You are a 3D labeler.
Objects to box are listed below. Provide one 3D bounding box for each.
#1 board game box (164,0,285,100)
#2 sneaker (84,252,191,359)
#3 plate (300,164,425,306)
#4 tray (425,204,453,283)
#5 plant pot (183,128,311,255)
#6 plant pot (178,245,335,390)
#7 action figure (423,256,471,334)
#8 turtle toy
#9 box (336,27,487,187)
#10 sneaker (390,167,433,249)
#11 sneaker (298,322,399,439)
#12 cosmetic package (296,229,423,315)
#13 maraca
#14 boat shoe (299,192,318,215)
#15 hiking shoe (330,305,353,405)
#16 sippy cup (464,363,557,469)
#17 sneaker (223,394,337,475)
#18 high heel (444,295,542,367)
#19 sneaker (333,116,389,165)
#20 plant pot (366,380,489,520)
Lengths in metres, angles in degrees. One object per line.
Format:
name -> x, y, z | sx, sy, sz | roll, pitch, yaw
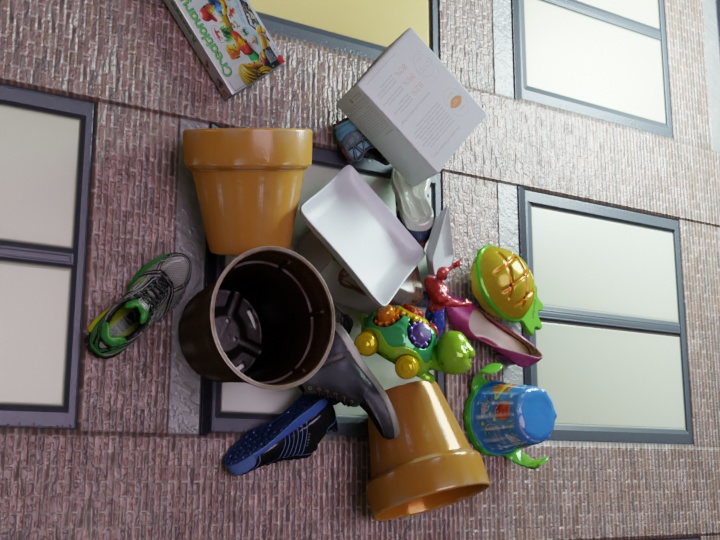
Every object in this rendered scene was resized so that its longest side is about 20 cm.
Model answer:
board game box -> -0.226, -0.400, 1.604 | 0.126, 0.034, 0.202 | -39, 101, -31
sneaker -> -0.313, 0.050, 1.428 | 0.078, 0.085, 0.201 | 46, 59, -15
plate -> 0.001, -0.054, 1.550 | 0.200, 0.032, 0.200 | 49, 35, -5
tray -> 0.137, -0.025, 1.694 | 0.022, 0.201, 0.109 | 11, 68, 13
plant pot -> -0.171, -0.122, 1.495 | 0.197, 0.199, 0.188 | -5, 98, -32
plant pot -> -0.170, 0.084, 1.445 | 0.197, 0.197, 0.205 | 8, 75, -31
action figure -> 0.148, 0.059, 1.654 | 0.098, 0.202, 0.065 | -23, 52, -23
turtle toy -> 0.086, 0.116, 1.559 | 0.197, 0.146, 0.103 | 28, 94, 13
box -> 0.086, -0.273, 1.645 | 0.200, 0.106, 0.153 | 46, 68, -10
sneaker -> 0.089, -0.112, 1.712 | 0.073, 0.086, 0.202 | 1, 41, -1
sneaker -> -0.027, 0.193, 1.505 | 0.105, 0.075, 0.202 | -32, 83, -15
cosmetic package -> 0.000, 0.000, 1.606 | 0.197, 0.087, 0.105 | 20, 44, -34
maraca -> 0.276, 0.036, 1.794 | 0.199, 0.106, 0.139 | 38, 50, -29
boat shoe -> -0.019, -0.085, 1.654 | 0.198, 0.066, 0.076 | 25, 65, -40
hiking shoe -> -0.047, 0.115, 1.590 | 0.099, 0.075, 0.204 | -12, 86, -30
sippy cup -> 0.275, 0.261, 1.732 | 0.176, 0.130, 0.142 | 30, 66, -24
sneaker -> -0.118, 0.271, 1.517 | 0.198, 0.070, 0.079 | -33, 114, -22
high heel -> 0.241, 0.109, 1.761 | 0.200, 0.095, 0.068 | 45, 61, -17
sneaker -> 0.046, -0.236, 1.729 | 0.196, 0.079, 0.098 | -15, 94, -24
plant pot -> 0.092, 0.288, 1.589 | 0.197, 0.200, 0.187 | -2, 65, -32
